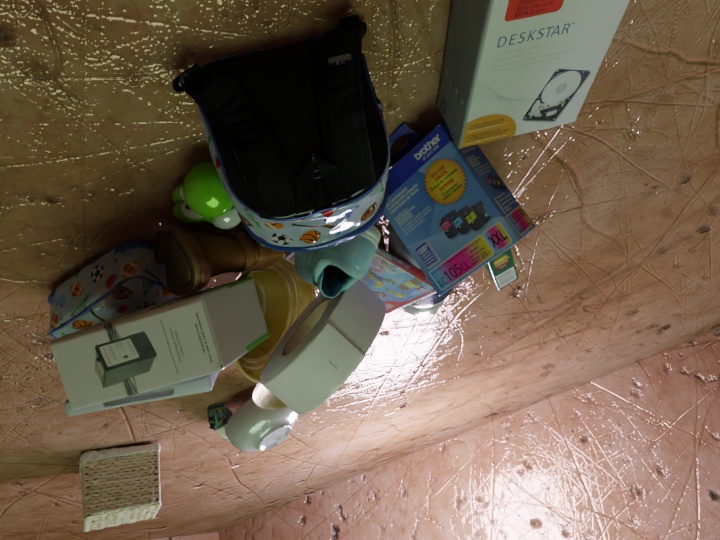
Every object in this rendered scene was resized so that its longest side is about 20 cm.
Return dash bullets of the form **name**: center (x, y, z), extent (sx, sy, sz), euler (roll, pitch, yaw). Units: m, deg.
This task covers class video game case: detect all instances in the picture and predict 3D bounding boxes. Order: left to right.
- **video game case**: center (-0.286, 0.141, 0.763), extent (0.178, 0.023, 0.200), euler (-9, -169, -5)
- **video game case**: center (0.000, 0.000, 0.801), extent (0.198, 0.018, 0.142), euler (29, 149, -22)

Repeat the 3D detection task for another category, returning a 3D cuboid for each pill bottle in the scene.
- **pill bottle**: center (0.102, -0.010, 0.872), extent (0.113, 0.118, 0.201), euler (-15, 151, -5)

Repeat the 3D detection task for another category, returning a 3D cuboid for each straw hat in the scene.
- **straw hat**: center (-0.145, 0.194, 1.122), extent (0.198, 0.086, 0.203), euler (-21, 145, -16)

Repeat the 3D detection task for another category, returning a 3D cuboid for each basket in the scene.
- **basket**: center (-0.637, 0.574, 1.426), extent (0.196, 0.163, 0.199), euler (1, 147, -28)

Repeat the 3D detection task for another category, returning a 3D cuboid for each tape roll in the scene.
- **tape roll**: center (-0.053, 0.100, 0.763), extent (0.071, 0.203, 0.202), euler (42, 126, -11)

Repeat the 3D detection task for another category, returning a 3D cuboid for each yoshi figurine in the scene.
- **yoshi figurine**: center (-0.122, -0.091, 0.633), extent (0.196, 0.113, 0.113), euler (-8, 134, -12)

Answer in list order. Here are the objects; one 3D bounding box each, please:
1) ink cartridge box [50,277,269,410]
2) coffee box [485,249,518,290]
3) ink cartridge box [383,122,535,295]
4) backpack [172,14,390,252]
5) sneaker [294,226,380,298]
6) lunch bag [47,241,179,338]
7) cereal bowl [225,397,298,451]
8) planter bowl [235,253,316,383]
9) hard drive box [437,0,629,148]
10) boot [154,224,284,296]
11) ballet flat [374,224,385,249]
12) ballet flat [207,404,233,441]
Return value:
- **ink cartridge box**: center (-0.230, 0.082, 0.642), extent (0.196, 0.086, 0.145), euler (-16, -176, 13)
- **coffee box**: center (0.189, -0.060, 0.824), extent (0.043, 0.125, 0.200), euler (-28, 150, 10)
- **ink cartridge box**: center (0.104, -0.092, 0.689), extent (0.136, 0.202, 0.076), euler (-38, 173, 35)
- **backpack**: center (-0.059, -0.115, 0.524), extent (0.196, 0.193, 0.155), euler (-18, 152, -1)
- **sneaker**: center (-0.048, -0.003, 0.712), extent (0.073, 0.083, 0.199), euler (28, 155, -17)
- **lunch bag**: center (-0.334, 0.047, 0.775), extent (0.197, 0.077, 0.160), euler (-28, 152, 16)
- **cereal bowl**: center (-0.232, 0.384, 1.342), extent (0.198, 0.084, 0.202), euler (-29, 149, -20)
- **planter bowl**: center (-0.160, 0.067, 0.849), extent (0.082, 0.204, 0.200), euler (10, 165, 31)
- **hard drive box**: center (0.172, -0.238, 0.560), extent (0.153, 0.078, 0.201), euler (-15, 151, -7)
- **boot**: center (-0.167, -0.014, 0.674), extent (0.152, 0.079, 0.199), euler (1, -176, -28)
- **ballet flat**: center (0.015, -0.001, 0.891), extent (0.065, 0.068, 0.201), euler (-15, 151, -6)
- **ballet flat**: center (-0.346, 0.406, 1.392), extent (0.073, 0.075, 0.201), euler (-17, 151, 0)
